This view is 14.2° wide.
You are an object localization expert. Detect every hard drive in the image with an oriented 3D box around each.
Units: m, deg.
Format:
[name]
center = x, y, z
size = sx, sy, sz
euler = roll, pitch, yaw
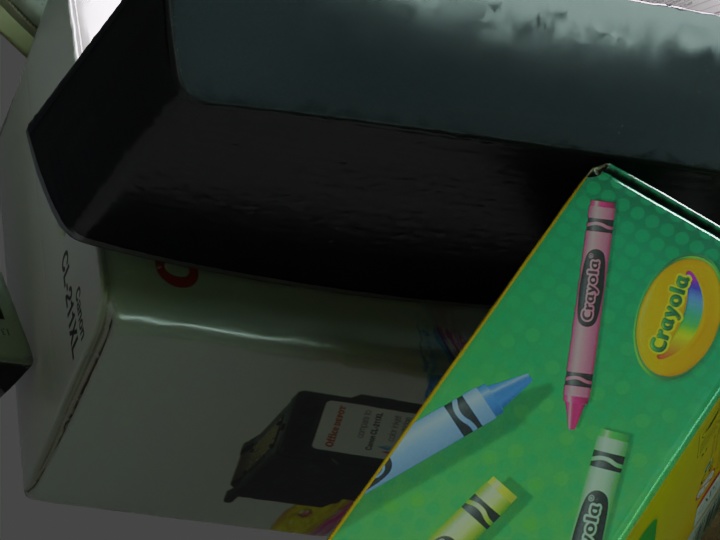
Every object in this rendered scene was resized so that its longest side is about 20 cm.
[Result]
[hard drive]
center = 0.026, -0.030, 0.736
size = 0.200, 0.135, 0.042
euler = 7, 69, -21

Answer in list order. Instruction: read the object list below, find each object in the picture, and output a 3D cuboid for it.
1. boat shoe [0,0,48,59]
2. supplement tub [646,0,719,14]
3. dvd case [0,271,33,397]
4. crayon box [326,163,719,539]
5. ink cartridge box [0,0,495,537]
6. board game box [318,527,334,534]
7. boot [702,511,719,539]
[boat shoe]
center = -0.135, -0.155, 0.898
size = 0.200, 0.068, 0.075
euler = 54, -1, 7
[supplement tub]
center = 0.128, -0.063, 1.082
size = 0.145, 0.145, 0.200
euler = 15, 44, -46
[dvd case]
center = -0.180, -0.057, 0.787
size = 0.150, 0.025, 0.200
euler = 9, 48, -49
[crayon box]
center = 0.027, 0.086, 0.698
size = 0.058, 0.119, 0.200
euler = 31, 70, 15
[ink cartridge box]
center = 0.000, 0.000, 0.848
size = 0.200, 0.083, 0.146
euler = 9, 45, -21
[board game box]
center = 0.015, 0.033, 0.920
size = 0.200, 0.039, 0.158
euler = -4, 50, -32
[boot]
center = 0.198, 0.104, 1.008
size = 0.200, 0.074, 0.076
euler = 6, 45, 7
